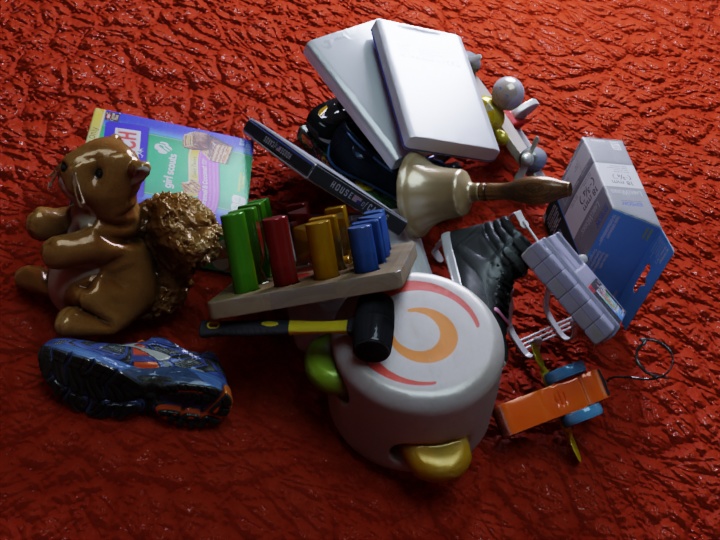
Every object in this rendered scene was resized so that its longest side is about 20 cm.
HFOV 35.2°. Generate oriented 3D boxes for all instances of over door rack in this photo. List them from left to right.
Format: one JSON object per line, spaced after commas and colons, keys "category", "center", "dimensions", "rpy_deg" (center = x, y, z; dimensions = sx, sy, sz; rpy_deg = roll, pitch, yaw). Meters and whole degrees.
{"category": "over door rack", "center": [0.203, 0.004, 1.406], "dimensions": [0.146, 0.067, 0.200], "rpy_deg": [-19, 55, -35]}

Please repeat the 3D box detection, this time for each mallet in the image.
{"category": "mallet", "center": [-0.061, 0.049, 1.128], "dimensions": [0.197, 0.041, 0.066], "rpy_deg": [5, 50, 14]}

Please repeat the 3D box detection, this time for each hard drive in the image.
{"category": "hard drive", "center": [0.033, -0.229, 1.453], "dimensions": [0.131, 0.026, 0.201], "rpy_deg": [-24, 70, -33]}
{"category": "hard drive", "center": [0.093, -0.229, 1.441], "dimensions": [0.130, 0.025, 0.202], "rpy_deg": [6, 52, -26]}

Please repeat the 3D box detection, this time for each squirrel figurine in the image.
{"category": "squirrel figurine", "center": [-0.245, -0.043, 1.182], "dimensions": [0.197, 0.189, 0.141], "rpy_deg": [4, 19, -31]}

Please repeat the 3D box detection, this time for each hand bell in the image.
{"category": "hand bell", "center": [0.151, -0.092, 1.335], "dimensions": [0.197, 0.105, 0.104], "rpy_deg": [0, 34, 30]}

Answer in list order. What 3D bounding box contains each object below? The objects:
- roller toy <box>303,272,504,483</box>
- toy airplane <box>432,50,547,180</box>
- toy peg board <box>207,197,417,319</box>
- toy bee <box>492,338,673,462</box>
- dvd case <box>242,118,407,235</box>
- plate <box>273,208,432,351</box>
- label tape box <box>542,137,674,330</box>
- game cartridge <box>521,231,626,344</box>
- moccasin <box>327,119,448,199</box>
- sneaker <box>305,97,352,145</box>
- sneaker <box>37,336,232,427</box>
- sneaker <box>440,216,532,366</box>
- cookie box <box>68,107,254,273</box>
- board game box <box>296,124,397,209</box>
{"category": "roller toy", "center": [0.057, 0.110, 1.191], "dimensions": [0.198, 0.141, 0.183], "rpy_deg": [28, 51, 20]}
{"category": "toy airplane", "center": [0.186, -0.212, 1.558], "dimensions": [0.198, 0.141, 0.201], "rpy_deg": [23, 49, -16]}
{"category": "toy peg board", "center": [-0.051, -0.031, 1.194], "dimensions": [0.196, 0.099, 0.200], "rpy_deg": [-10, 9, 9]}
{"category": "toy bee", "center": [0.239, 0.147, 1.270], "dimensions": [0.196, 0.109, 0.133], "rpy_deg": [1, 76, -2]}
{"category": "dvd case", "center": [-0.045, -0.114, 1.356], "dimensions": [0.149, 0.025, 0.200], "rpy_deg": [30, 6, -34]}
{"category": "plate", "center": [0.000, 0.000, 1.346], "dimensions": [0.196, 0.033, 0.202], "rpy_deg": [-3, 53, -20]}
{"category": "label tape box", "center": [0.308, -0.048, 1.440], "dimensions": [0.062, 0.145, 0.202], "rpy_deg": [4, 45, -17]}
{"category": "game cartridge", "center": [0.245, 0.017, 1.280], "dimensions": [0.130, 0.038, 0.200], "rpy_deg": [47, 15, 8]}
{"category": "moccasin", "center": [0.055, -0.132, 1.453], "dimensions": [0.197, 0.069, 0.081], "rpy_deg": [17, 43, -7]}
{"category": "sneaker", "center": [0.011, -0.232, 1.518], "dimensions": [0.198, 0.091, 0.070], "rpy_deg": [-20, 56, -37]}
{"category": "sneaker", "center": [-0.227, 0.104, 1.153], "dimensions": [0.197, 0.076, 0.079], "rpy_deg": [15, 33, -17]}
{"category": "sneaker", "center": [0.159, 0.014, 1.295], "dimensions": [0.098, 0.071, 0.202], "rpy_deg": [-25, 47, 13]}
{"category": "cookie box", "center": [-0.232, -0.095, 1.335], "dimensions": [0.197, 0.076, 0.173], "rpy_deg": [10, 44, -10]}
{"category": "board game box", "center": [0.012, -0.134, 1.506], "dimensions": [0.104, 0.024, 0.200], "rpy_deg": [-23, 58, -34]}
